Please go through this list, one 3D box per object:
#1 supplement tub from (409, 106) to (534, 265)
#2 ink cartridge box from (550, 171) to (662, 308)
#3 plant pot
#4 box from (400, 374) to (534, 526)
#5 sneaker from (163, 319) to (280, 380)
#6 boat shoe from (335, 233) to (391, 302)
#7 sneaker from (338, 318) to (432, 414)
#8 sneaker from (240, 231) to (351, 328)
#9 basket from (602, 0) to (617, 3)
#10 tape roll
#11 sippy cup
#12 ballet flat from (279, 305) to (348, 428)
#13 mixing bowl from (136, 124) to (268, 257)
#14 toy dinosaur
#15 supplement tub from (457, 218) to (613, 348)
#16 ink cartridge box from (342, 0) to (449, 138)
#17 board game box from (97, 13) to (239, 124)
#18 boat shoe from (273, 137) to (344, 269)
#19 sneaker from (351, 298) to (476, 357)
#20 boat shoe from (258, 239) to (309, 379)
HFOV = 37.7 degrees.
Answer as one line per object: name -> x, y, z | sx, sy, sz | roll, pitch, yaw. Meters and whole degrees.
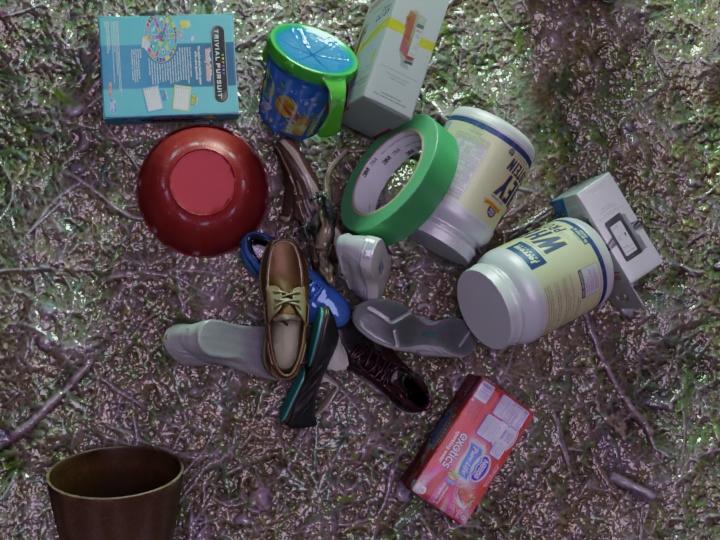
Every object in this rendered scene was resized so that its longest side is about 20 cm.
supplement tub -> 0.156, -0.125, 1.579 | 0.144, 0.145, 0.201 | 30, 84, -6
ink cartridge box -> 0.387, -0.043, 1.624 | 0.068, 0.116, 0.201 | -32, 94, -9
plant pot -> -0.339, 0.374, 1.479 | 0.185, 0.187, 0.202 | -1, 102, -9
box -> 0.159, 0.266, 1.585 | 0.099, 0.095, 0.201 | 34, 83, -5
sneaker -> -0.193, 0.114, 1.553 | 0.199, 0.115, 0.074 | 25, 68, -42
boat shoe -> 0.000, 0.000, 1.533 | 0.068, 0.200, 0.073 | 18, 78, 12
sneaker -> 0.035, 0.139, 1.562 | 0.199, 0.115, 0.076 | 38, 83, -5
sneaker -> -0.097, 0.015, 1.555 | 0.200, 0.078, 0.066 | 39, 77, 3
basket -> 0.354, -0.537, 1.602 | 0.159, 0.198, 0.202 | 7, 87, -6
tape roll -> 0.054, -0.131, 1.535 | 0.048, 0.200, 0.201 | 36, 82, -29
sippy cup -> -0.087, -0.269, 1.546 | 0.138, 0.179, 0.131 | 18, 126, -8
ballet flat -> -0.059, 0.145, 1.556 | 0.068, 0.068, 0.201 | 16, 112, -14
mixing bowl -> -0.230, -0.122, 1.540 | 0.198, 0.108, 0.202 | 0, 88, -8
toy dinosaur -> -0.054, -0.078, 1.517 | 0.047, 0.088, 0.202 | 9, 96, 22
supplement tub -> 0.257, 0.020, 1.557 | 0.199, 0.145, 0.146 | -24, 91, -27
ink cartridge box -> 0.043, -0.313, 1.556 | 0.083, 0.145, 0.202 | 23, 77, -18
board game box -> -0.284, -0.299, 1.570 | 0.198, 0.047, 0.153 | -3, 88, -9
boat shoe -> -0.089, -0.096, 1.576 | 0.074, 0.075, 0.204 | -28, 92, -7
sneaker -> 0.071, 0.097, 1.568 | 0.199, 0.080, 0.071 | 17, 67, -23
boat shoe -> -0.103, 0.057, 1.494 | 0.075, 0.074, 0.202 | -3, 94, -12
